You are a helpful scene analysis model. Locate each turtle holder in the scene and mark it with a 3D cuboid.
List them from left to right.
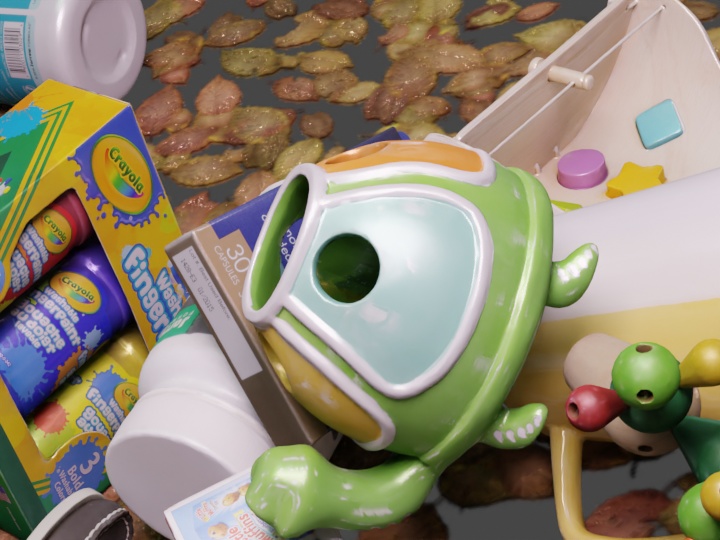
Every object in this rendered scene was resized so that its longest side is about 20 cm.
[{"bbox_3d":[0.010,0.025,0.811,0.131,0.186,0.141,21,26,-20],"label":"turtle holder"}]

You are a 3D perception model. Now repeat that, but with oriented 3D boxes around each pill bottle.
[{"bbox_3d":[-0.272,-0.183,1.316,0.200,0.111,0.111,8,45,29],"label":"pill bottle"},{"bbox_3d":[-0.051,0.050,0.944,0.113,0.113,0.200,5,43,27],"label":"pill bottle"}]

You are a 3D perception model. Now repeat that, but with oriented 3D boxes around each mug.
[{"bbox_3d":[0.140,0.035,0.870,0.153,0.150,0.187,-6,32,27],"label":"mug"}]

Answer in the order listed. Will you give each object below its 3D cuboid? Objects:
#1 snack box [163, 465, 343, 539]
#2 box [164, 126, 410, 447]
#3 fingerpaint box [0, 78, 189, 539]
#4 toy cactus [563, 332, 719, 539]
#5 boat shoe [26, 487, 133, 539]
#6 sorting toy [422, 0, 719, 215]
[{"bbox_3d":[-0.019,0.180,0.792,0.072,0.024,0.200,-26,61,-9],"label":"snack box"},{"bbox_3d":[0.000,0.000,0.913,0.032,0.121,0.200,-29,2,44],"label":"box"},{"bbox_3d":[-0.173,0.025,0.954,0.073,0.200,0.167,19,51,36],"label":"fingerpaint box"},{"bbox_3d":[0.144,0.083,0.742,0.102,0.200,0.165,-58,37,5],"label":"toy cactus"},{"bbox_3d":[-0.155,0.199,0.846,0.060,0.072,0.201,9,52,24],"label":"boat shoe"},{"bbox_3d":[0.168,-0.061,1.013,0.180,0.107,0.200,28,53,31],"label":"sorting toy"}]
